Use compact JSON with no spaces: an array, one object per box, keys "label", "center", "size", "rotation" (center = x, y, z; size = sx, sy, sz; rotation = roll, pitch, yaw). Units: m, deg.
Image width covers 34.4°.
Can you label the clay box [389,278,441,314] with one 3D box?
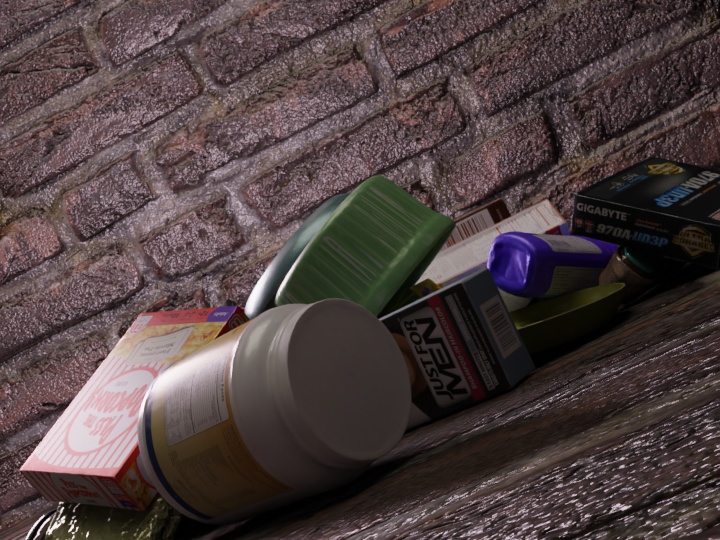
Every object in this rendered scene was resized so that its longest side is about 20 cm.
[{"label":"clay box","center":[0.035,0.082,1.238],"size":[0.201,0.047,0.115],"rotation":[-54,-8,11]}]

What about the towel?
[{"label":"towel","center":[-0.210,0.202,1.036],"size":[0.147,0.037,0.201],"rotation":[-25,29,20]}]

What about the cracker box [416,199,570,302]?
[{"label":"cracker box","center":[0.157,0.021,1.357],"size":[0.198,0.135,0.058],"rotation":[-25,38,-2]}]

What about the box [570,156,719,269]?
[{"label":"box","center":[0.331,-0.064,1.205],"size":[0.157,0.047,0.199],"rotation":[17,25,33]}]

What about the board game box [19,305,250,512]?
[{"label":"board game box","center":[-0.197,0.122,1.058],"size":[0.150,0.047,0.201],"rotation":[-7,39,42]}]

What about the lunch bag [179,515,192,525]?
[{"label":"lunch bag","center":[-0.160,0.184,1.162],"size":[0.162,0.119,0.200],"rotation":[-25,5,13]}]

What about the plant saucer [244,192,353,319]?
[{"label":"plant saucer","center":[-0.064,-0.009,1.251],"size":[0.201,0.027,0.200],"rotation":[-51,-5,-6]}]

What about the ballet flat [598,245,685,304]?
[{"label":"ballet flat","center":[0.303,-0.012,1.235],"size":[0.199,0.068,0.068],"rotation":[-21,-32,-51]}]

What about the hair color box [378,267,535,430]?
[{"label":"hair color box","center":[0.045,0.085,1.042],"size":[0.199,0.100,0.060],"rotation":[-27,-2,33]}]

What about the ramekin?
[{"label":"ramekin","center":[0.000,0.000,1.191],"size":[0.201,0.097,0.200],"rotation":[-51,-5,-7]}]

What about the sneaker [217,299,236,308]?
[{"label":"sneaker","center":[-0.159,0.078,1.234],"size":[0.078,0.076,0.200],"rotation":[-21,0,-2]}]

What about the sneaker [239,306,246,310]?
[{"label":"sneaker","center":[-0.123,0.083,1.408],"size":[0.079,0.088,0.199],"rotation":[-9,3,26]}]

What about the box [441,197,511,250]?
[{"label":"box","center":[0.127,0.025,1.541],"size":[0.164,0.166,0.200],"rotation":[-26,-2,-13]}]

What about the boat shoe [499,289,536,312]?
[{"label":"boat shoe","center":[0.131,0.070,1.254],"size":[0.200,0.071,0.063],"rotation":[-43,-25,-42]}]

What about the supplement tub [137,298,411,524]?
[{"label":"supplement tub","center":[-0.069,0.111,0.913],"size":[0.199,0.146,0.144],"rotation":[-27,-3,43]}]

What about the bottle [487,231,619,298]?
[{"label":"bottle","center":[0.230,-0.004,1.264],"size":[0.198,0.066,0.083],"rotation":[2,13,-40]}]

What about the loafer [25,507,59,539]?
[{"label":"loafer","center":[-0.267,0.262,1.165],"size":[0.062,0.073,0.200],"rotation":[-20,-2,13]}]

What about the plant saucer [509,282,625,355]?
[{"label":"plant saucer","center":[0.164,0.057,1.124],"size":[0.197,0.031,0.200],"rotation":[-19,0,0]}]
